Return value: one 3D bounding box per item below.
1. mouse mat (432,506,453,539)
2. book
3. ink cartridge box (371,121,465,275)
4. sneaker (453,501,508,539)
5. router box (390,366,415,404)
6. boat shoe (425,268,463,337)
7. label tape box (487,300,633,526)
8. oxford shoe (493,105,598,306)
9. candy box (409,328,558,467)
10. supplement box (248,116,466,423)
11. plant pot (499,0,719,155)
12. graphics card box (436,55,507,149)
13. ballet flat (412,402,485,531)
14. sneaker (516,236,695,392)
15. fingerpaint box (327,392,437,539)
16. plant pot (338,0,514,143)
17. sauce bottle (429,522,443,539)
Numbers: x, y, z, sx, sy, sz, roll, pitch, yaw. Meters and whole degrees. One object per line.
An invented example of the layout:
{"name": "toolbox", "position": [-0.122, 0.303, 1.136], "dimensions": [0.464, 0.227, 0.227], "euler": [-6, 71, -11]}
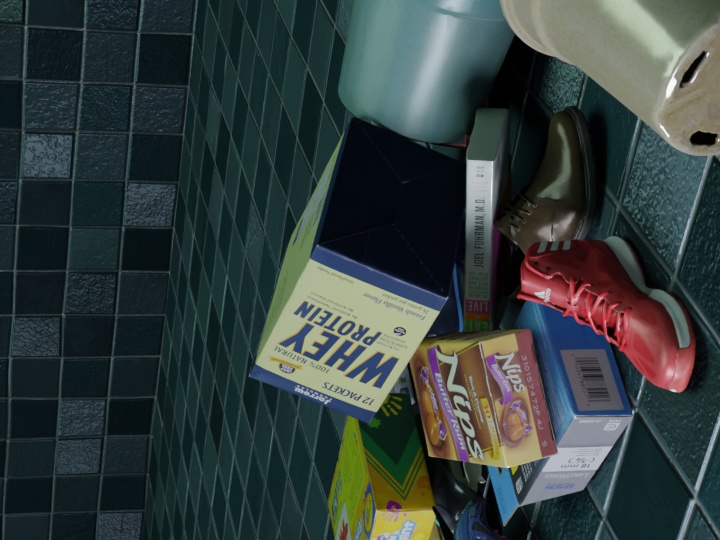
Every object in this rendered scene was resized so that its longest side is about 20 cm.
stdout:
{"name": "mouse mat", "position": [0.129, 0.347, 1.579], "dimensions": [0.161, 0.008, 0.200], "euler": [59, -174, -37]}
{"name": "book", "position": [0.125, -0.043, 1.543], "dimensions": [0.134, 0.048, 0.201], "euler": [-69, -19, -61]}
{"name": "ink cartridge box", "position": [0.081, -0.087, 1.714], "dimensions": [0.094, 0.044, 0.200], "euler": [52, -173, -47]}
{"name": "sneaker", "position": [0.154, 0.302, 1.536], "dimensions": [0.075, 0.078, 0.200], "euler": [45, -166, -40]}
{"name": "router box", "position": [0.017, 0.082, 1.923], "dimensions": [0.180, 0.049, 0.201], "euler": [-131, 29, -79]}
{"name": "boat shoe", "position": [0.072, -0.001, 1.829], "dimensions": [0.084, 0.068, 0.201], "euler": [110, 155, -48]}
{"name": "label tape box", "position": [0.176, 0.129, 1.473], "dimensions": [0.200, 0.063, 0.145], "euler": [111, 153, -50]}
{"name": "oxford shoe", "position": [0.172, -0.056, 1.461], "dimensions": [0.073, 0.084, 0.201], "euler": [-127, 42, -67]}
{"name": "candy box", "position": [0.108, 0.117, 1.458], "dimensions": [0.200, 0.056, 0.117], "euler": [168, 90, -71]}
{"name": "supplement box", "position": [0.000, 0.000, 1.544], "dimensions": [0.200, 0.134, 0.200], "euler": [-76, 11, -46]}
{"name": "plant pot", "position": [0.228, -0.187, 1.124], "dimensions": [0.184, 0.200, 0.201], "euler": [59, 147, 40]}
{"name": "graphics card box", "position": [0.118, -0.234, 1.710], "dimensions": [0.125, 0.051, 0.201], "euler": [-156, 68, -73]}
{"name": "ballet flat", "position": [0.102, 0.203, 1.745], "dimensions": [0.200, 0.073, 0.073], "euler": [-101, 19, -53]}
{"name": "sneaker", "position": [0.195, 0.038, 1.315], "dimensions": [0.200, 0.115, 0.079], "euler": [-119, 33, -60]}
{"name": "fingerpaint box", "position": [0.023, 0.265, 1.758], "dimensions": [0.167, 0.073, 0.201], "euler": [-103, 18, -45]}
{"name": "plant pot", "position": [0.070, -0.247, 1.566], "dimensions": [0.200, 0.199, 0.197], "euler": [-112, 34, -53]}
{"name": "sauce bottle", "position": [0.087, 0.277, 1.784], "dimensions": [0.065, 0.064, 0.201], "euler": [108, 159, -46]}
